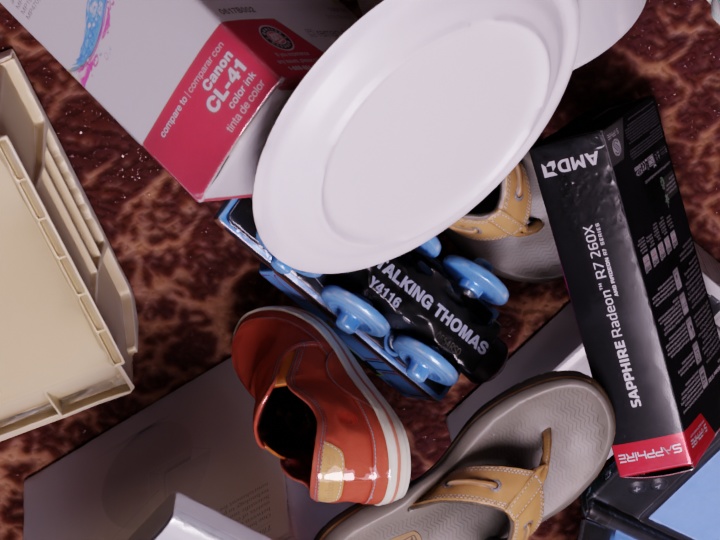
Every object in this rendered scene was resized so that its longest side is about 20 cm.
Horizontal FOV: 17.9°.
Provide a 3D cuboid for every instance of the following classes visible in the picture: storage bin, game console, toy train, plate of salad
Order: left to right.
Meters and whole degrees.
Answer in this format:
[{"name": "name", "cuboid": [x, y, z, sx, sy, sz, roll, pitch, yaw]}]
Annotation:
[{"name": "storage bin", "cuboid": [-0.256, 0.007, 1.351, 0.198, 0.094, 0.200, -20, 123, 6]}, {"name": "toy train", "cuboid": [0.000, 0.000, 1.360, 0.200, 0.114, 0.087, 39, 74, -17]}, {"name": "plate of salad", "cuboid": [0.025, -0.081, 1.140, 0.199, 0.048, 0.201, -29, 148, -20]}, {"name": "game console", "cuboid": [0.243, 0.200, 1.473, 0.199, 0.119, 0.173, 26, 125, -24]}]

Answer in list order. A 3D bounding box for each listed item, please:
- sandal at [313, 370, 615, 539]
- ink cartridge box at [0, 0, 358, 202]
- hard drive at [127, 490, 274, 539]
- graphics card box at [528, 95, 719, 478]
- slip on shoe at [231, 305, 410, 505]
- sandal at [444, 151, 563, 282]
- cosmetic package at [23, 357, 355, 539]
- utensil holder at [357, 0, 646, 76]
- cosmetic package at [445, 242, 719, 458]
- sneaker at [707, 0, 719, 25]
[{"name": "sandal", "cuboid": [0.060, 0.133, 1.279, 0.199, 0.055, 0.082, -30, 115, -1]}, {"name": "ink cartridge box", "cuboid": [-0.090, -0.133, 1.195, 0.200, 0.147, 0.086, 46, 115, 17]}, {"name": "hard drive", "cuboid": [-0.054, 0.209, 1.287, 0.199, 0.027, 0.132, 30, 126, -20]}, {"name": "graphics card box", "cuboid": [0.162, 0.007, 1.334, 0.050, 0.125, 0.202, -12, 100, 24]}, {"name": "slip on shoe", "cuboid": [-0.037, 0.075, 1.312, 0.061, 0.200, 0.075, -5, 115, -23]}, {"name": "sandal", "cuboid": [0.068, -0.061, 1.357, 0.081, 0.055, 0.200, -29, 120, 13]}, {"name": "cosmetic package", "cuboid": [-0.098, 0.183, 1.415, 0.198, 0.201, 0.123, -30, 120, 13]}, {"name": "utensil holder", "cuboid": [0.054, -0.216, 1.202, 0.168, 0.171, 0.201, -16, 124, 4]}, {"name": "cosmetic package", "cuboid": [0.153, 0.065, 1.457, 0.082, 0.051, 0.200, 36, 112, -24]}, {"name": "sneaker", "cuboid": [0.235, -0.176, 1.305, 0.080, 0.071, 0.201, -15, 123, 7]}]
